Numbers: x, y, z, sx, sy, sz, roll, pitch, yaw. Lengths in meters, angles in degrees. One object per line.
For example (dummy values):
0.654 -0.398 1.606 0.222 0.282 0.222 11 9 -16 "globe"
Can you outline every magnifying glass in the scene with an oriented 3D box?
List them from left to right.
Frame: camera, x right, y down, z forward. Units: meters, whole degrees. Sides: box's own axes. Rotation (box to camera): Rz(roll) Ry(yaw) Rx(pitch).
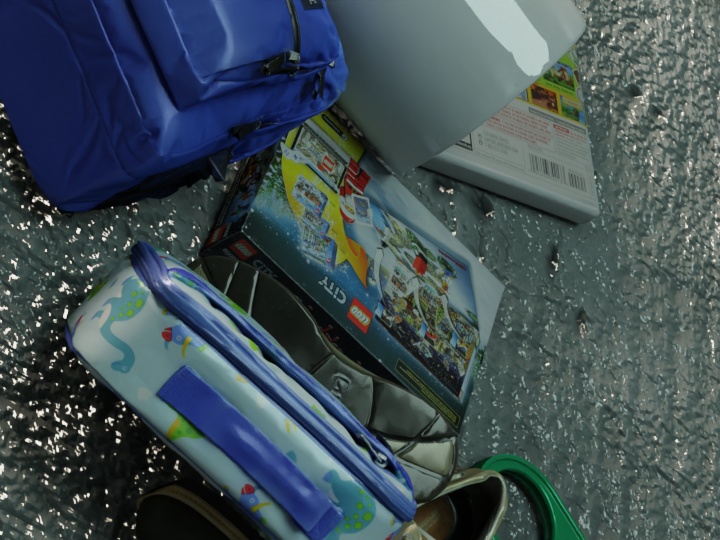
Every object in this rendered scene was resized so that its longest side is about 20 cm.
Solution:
0.138 0.191 1.578 0.200 0.022 0.080 39 45 -25 "magnifying glass"

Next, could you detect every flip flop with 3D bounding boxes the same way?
-0.032 0.068 1.417 0.200 0.058 0.081 33 79 -9 "flip flop"

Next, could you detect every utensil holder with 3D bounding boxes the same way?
0.021 -0.185 1.526 0.200 0.170 0.170 52 40 -8 "utensil holder"

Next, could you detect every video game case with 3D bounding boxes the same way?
0.086 -0.139 1.702 0.200 0.023 0.182 17 57 -41 "video game case"

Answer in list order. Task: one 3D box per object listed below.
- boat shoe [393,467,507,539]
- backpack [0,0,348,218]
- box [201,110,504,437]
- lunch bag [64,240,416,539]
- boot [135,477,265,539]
0.021 0.174 1.415 0.075 0.068 0.200 54 40 -11 "boat shoe"
-0.094 -0.131 1.385 0.200 0.168 0.163 -19 91 -55 "backpack"
0.000 0.000 1.513 0.200 0.038 0.137 44 42 -23 "box"
-0.063 0.077 1.294 0.200 0.082 0.161 43 0 -11 "lunch bag"
-0.088 0.223 1.268 0.138 0.077 0.200 -34 94 -46 "boot"
